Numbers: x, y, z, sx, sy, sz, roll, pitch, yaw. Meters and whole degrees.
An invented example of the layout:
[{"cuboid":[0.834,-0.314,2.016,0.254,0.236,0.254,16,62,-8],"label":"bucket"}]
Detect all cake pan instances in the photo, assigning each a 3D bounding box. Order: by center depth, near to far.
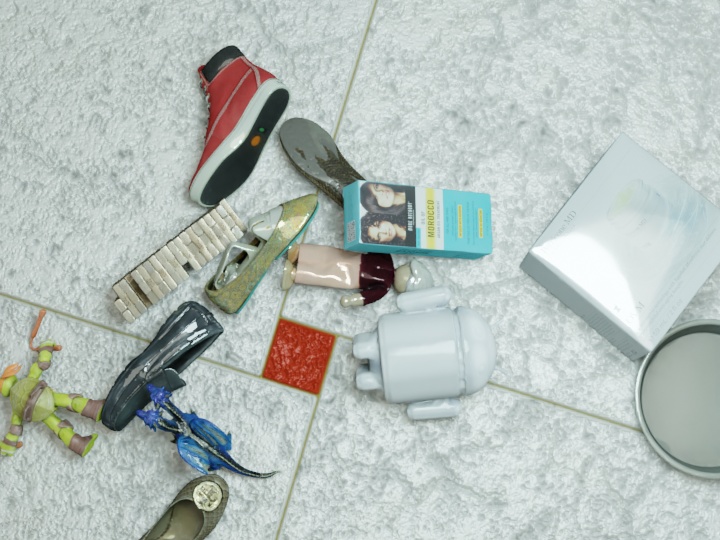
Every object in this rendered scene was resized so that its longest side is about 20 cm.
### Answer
[{"cuboid":[0.450,0.166,1.500,0.196,0.037,0.204,0,80,2],"label":"cake pan"}]

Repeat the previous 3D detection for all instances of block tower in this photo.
[{"cuboid":[-0.242,-0.014,1.539,0.199,0.058,0.054,-39,101,-5],"label":"block tower"}]

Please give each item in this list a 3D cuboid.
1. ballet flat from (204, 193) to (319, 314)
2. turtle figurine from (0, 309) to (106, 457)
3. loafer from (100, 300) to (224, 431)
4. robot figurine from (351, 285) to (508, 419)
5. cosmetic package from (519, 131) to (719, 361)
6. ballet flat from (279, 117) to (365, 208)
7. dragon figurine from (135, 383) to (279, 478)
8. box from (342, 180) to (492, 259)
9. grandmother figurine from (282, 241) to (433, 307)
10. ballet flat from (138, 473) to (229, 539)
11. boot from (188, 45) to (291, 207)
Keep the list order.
[{"cuboid":[-0.134,-0.030,1.511,0.071,0.071,0.201,42,105,8],"label":"ballet flat"},{"cuboid":[-0.411,0.164,1.518,0.159,0.064,0.203,23,82,6],"label":"turtle figurine"},{"cuboid":[-0.259,0.132,1.515,0.070,0.068,0.201,37,80,16],"label":"loafer"},{"cuboid":[0.088,0.107,1.484,0.196,0.113,0.173,-5,104,1],"label":"robot figurine"},{"cuboid":[0.344,-0.029,1.494,0.199,0.123,0.200,39,84,9],"label":"cosmetic package"},{"cuboid":[-0.033,-0.127,1.559,0.200,0.046,0.067,42,74,11],"label":"ballet flat"},{"cuboid":[-0.200,0.221,1.482,0.199,0.099,0.059,37,84,4],"label":"dragon figurine"},{"cuboid":[0.075,-0.064,1.503,0.197,0.049,0.084,3,80,-26],"label":"box"},{"cuboid":[0.000,0.000,1.535,0.196,0.061,0.123,10,67,1],"label":"grandmother figurine"},{"cuboid":[-0.247,0.341,1.488,0.200,0.046,0.068,-42,85,-2],"label":"ballet flat"},{"cuboid":[-0.195,-0.199,1.577,0.144,0.072,0.202,39,99,30],"label":"boot"}]
